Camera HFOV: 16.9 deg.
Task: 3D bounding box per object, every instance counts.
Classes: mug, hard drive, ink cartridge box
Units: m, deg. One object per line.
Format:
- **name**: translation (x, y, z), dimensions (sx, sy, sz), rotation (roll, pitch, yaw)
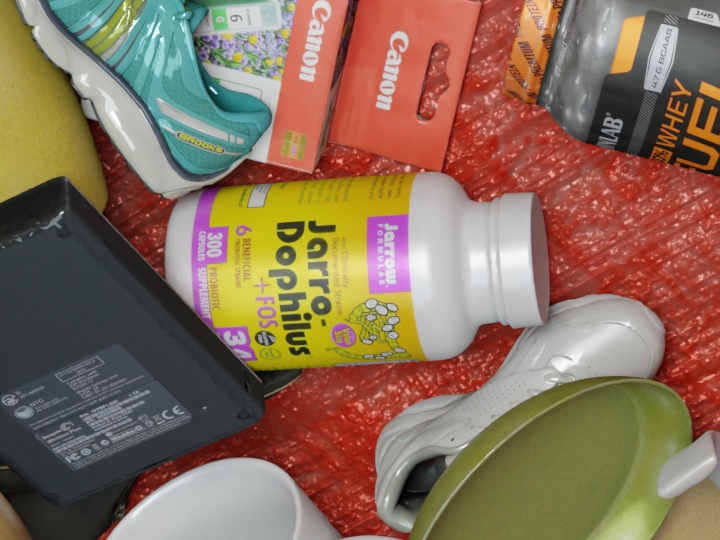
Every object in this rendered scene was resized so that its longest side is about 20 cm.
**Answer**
- **mug**: translation (-0.032, 0.211, 1.403), dimensions (0.200, 0.148, 0.175), rotation (-21, 127, 21)
- **hard drive**: translation (-0.159, 0.043, 1.270), dimensions (0.139, 0.033, 0.200), rotation (-23, 137, 16)
- **ink cartridge box**: translation (-0.045, -0.116, 1.315), dimensions (0.200, 0.050, 0.109), rotation (15, 115, 5)

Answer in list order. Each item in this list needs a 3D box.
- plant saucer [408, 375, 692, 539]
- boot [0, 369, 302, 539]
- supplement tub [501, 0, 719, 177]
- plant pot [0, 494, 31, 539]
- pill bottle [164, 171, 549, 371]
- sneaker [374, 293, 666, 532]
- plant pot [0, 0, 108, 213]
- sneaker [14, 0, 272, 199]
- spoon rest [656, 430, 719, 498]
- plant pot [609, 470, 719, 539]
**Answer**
- **plant saucer**: translation (0.096, 0.132, 1.327), dimensions (0.031, 0.200, 0.200), rotation (45, 123, 37)
- **boot**: translation (-0.129, 0.099, 1.429), dimensions (0.200, 0.078, 0.138), rotation (-12, 139, -4)
- **supplement tub**: translation (0.180, -0.111, 1.241), dimensions (0.200, 0.123, 0.123), rotation (14, 116, 4)
- **plant pot**: translation (-0.249, 0.113, 1.359), dimensions (0.027, 0.200, 0.200), rotation (-45, 104, -20)
- **pill bottle**: translation (0.000, 0.000, 1.331), dimensions (0.200, 0.104, 0.104), rotation (-4, 113, 11)
- **sneaker**: translation (0.089, 0.092, 1.359), dimensions (0.200, 0.099, 0.078), rotation (-38, 103, 22)
- **plant pot**: translation (-0.220, -0.052, 1.295), dimensions (0.200, 0.200, 0.142), rotation (-39, 106, 23)
- **sneaker**: translation (-0.122, -0.132, 1.262), dimensions (0.080, 0.078, 0.200), rotation (-32, 115, 13)
- **spoon rest**: translation (0.243, 0.154, 1.365), dimensions (0.099, 0.061, 0.200), rotation (-36, 117, 23)
- **plant pot**: translation (0.243, 0.179, 1.414), dimensions (0.200, 0.027, 0.200), rotation (4, 114, 8)
